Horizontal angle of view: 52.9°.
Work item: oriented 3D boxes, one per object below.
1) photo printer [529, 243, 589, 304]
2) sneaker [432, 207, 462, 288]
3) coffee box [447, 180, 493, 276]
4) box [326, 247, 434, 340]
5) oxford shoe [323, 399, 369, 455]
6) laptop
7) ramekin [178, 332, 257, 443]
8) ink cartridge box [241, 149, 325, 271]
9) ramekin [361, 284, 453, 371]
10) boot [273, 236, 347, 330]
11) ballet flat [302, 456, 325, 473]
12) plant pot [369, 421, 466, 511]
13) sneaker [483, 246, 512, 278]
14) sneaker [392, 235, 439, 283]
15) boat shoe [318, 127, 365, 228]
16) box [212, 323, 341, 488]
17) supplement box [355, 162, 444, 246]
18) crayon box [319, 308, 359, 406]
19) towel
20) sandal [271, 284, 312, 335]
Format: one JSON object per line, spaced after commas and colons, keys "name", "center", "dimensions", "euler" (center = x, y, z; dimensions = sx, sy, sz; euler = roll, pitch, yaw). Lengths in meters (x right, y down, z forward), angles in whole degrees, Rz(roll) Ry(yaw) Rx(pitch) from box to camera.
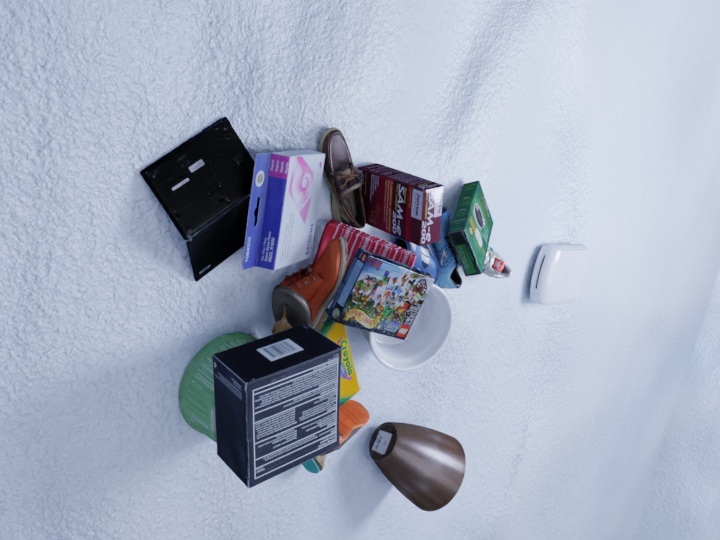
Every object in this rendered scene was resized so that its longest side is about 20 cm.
{"name": "photo printer", "center": [0.547, 0.009, 2.006], "dimensions": [0.197, 0.069, 0.171], "euler": [-1, 108, -44]}
{"name": "sneaker", "center": [0.199, -0.047, 1.623], "dimensions": [0.078, 0.088, 0.204], "euler": [-41, 134, -40]}
{"name": "coffee box", "center": [0.249, -0.096, 1.615], "dimensions": [0.125, 0.043, 0.202], "euler": [62, 32, -30]}
{"name": "box", "center": [0.042, 0.049, 1.379], "dimensions": [0.198, 0.037, 0.139], "euler": [18, 102, -45]}
{"name": "oxford shoe", "center": [-0.042, 0.336, 1.558], "dimensions": [0.074, 0.071, 0.199], "euler": [-55, 164, 21]}
{"name": "laptop", "center": [-0.253, -0.118, 1.220], "dimensions": [0.177, 0.103, 0.202], "euler": [-39, 105, -25]}
{"name": "ramekin", "center": [-0.223, 0.226, 1.327], "dimensions": [0.197, 0.097, 0.205], "euler": [-20, 120, -37]}
{"name": "ink cartridge box", "center": [-0.130, -0.106, 1.267], "dimensions": [0.199, 0.042, 0.201], "euler": [-28, 130, -66]}
{"name": "ramekin", "center": [0.091, 0.102, 1.549], "dimensions": [0.196, 0.098, 0.205], "euler": [-9, 115, -21]}
{"name": "boot", "center": [-0.093, 0.019, 1.357], "dimensions": [0.105, 0.075, 0.203], "euler": [17, 112, -22]}
{"name": "ballet flat", "center": [-0.122, 0.342, 1.513], "dimensions": [0.066, 0.069, 0.203], "euler": [-64, 146, -41]}
{"name": "plant pot", "center": [0.118, 0.443, 1.714], "dimensions": [0.199, 0.186, 0.190], "euler": [35, 82, -31]}
{"name": "sneaker", "center": [0.296, -0.036, 1.727], "dimensions": [0.199, 0.092, 0.071], "euler": [33, 84, -46]}
{"name": "sneaker", "center": [0.114, -0.040, 1.567], "dimensions": [0.082, 0.074, 0.203], "euler": [-35, 129, -16]}
{"name": "boat shoe", "center": [-0.026, -0.171, 1.372], "dimensions": [0.071, 0.071, 0.204], "euler": [-29, 125, -31]}
{"name": "box", "center": [-0.143, 0.227, 1.246], "dimensions": [0.197, 0.122, 0.203], "euler": [-15, 117, -37]}
{"name": "supplement box", "center": [0.069, -0.130, 1.389], "dimensions": [0.060, 0.198, 0.112], "euler": [-16, 118, -37]}
{"name": "crayon box", "center": [-0.077, 0.194, 1.485], "dimensions": [0.118, 0.058, 0.204], "euler": [-34, 127, -29]}
{"name": "towel", "center": [0.000, 0.000, 1.423], "dimensions": [0.196, 0.023, 0.147], "euler": [21, 102, -12]}
{"name": "sandal", "center": [-0.138, 0.118, 1.338], "dimensions": [0.055, 0.080, 0.204], "euler": [-59, 165, -53]}
